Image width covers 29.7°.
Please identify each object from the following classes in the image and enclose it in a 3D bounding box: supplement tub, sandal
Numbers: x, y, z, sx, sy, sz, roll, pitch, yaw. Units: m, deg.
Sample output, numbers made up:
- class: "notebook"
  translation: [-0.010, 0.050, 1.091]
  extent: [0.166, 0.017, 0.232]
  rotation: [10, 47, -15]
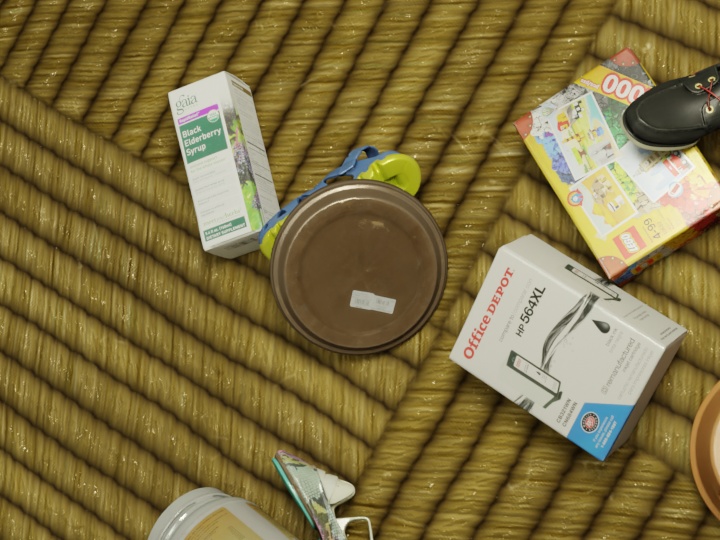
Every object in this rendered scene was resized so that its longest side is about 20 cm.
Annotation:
- class: "supplement tub"
  translation: [-0.126, 0.335, 1.461]
  extent: [0.200, 0.144, 0.145]
  rotation: [29, 92, 40]
- class: "sandal"
  translation: [-0.028, -0.076, 1.535]
  extent: [0.199, 0.080, 0.087]
  rotation: [-30, 35, -1]

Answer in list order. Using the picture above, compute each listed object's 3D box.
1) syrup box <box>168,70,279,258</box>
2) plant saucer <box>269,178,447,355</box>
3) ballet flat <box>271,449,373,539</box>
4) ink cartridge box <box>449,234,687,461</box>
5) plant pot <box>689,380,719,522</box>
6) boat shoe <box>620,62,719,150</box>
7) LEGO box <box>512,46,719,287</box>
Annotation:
- class: "syrup box"
  translation: [-0.157, -0.123, 1.595]
  extent: [0.078, 0.081, 0.201]
  rotation: [-18, 77, 16]
- class: "plant saucer"
  translation: [0.000, 0.000, 1.492]
  extent: [0.199, 0.029, 0.201]
  rotation: [-2, 104, -7]
- class: "ballet flat"
  translation: [-0.027, 0.280, 1.500]
  extent: [0.071, 0.069, 0.201]
  rotation: [-26, 77, -4]
- class: "ink cartridge box"
  translation: [0.211, 0.077, 1.407]
  extent: [0.199, 0.084, 0.147]
  rotation: [32, 115, 21]
- class: "plant pot"
  translation: [0.414, 0.177, 1.310]
  extent: [0.199, 0.140, 0.201]
  rotation: [-3, 81, 19]
- class: "boat shoe"
  translation: [0.353, -0.174, 1.371]
  extent: [0.200, 0.063, 0.074]
  rotation: [-16, 70, -21]
- class: "LEGO box"
  translation: [0.279, -0.108, 1.436]
  extent: [0.149, 0.077, 0.201]
  rotation: [-34, 72, 12]
